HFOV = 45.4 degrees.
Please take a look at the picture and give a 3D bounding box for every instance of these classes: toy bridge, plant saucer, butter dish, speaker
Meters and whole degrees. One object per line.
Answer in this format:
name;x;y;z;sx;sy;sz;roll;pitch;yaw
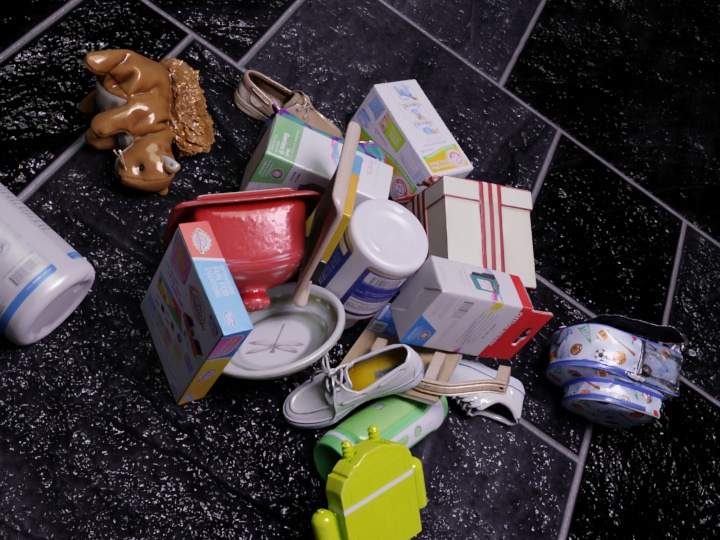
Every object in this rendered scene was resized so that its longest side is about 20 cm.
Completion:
toy bridge;0.100;0.139;1.171;0.199;0.027;0.067;11;33;15
plant saucer;-0.116;0.091;1.161;0.199;0.050;0.200;-7;34;5
butter dish;-0.153;-0.018;1.159;0.199;0.200;0.148;-8;79;-18
speaker;0.031;0.219;1.173;0.200;0.088;0.089;-28;75;-40

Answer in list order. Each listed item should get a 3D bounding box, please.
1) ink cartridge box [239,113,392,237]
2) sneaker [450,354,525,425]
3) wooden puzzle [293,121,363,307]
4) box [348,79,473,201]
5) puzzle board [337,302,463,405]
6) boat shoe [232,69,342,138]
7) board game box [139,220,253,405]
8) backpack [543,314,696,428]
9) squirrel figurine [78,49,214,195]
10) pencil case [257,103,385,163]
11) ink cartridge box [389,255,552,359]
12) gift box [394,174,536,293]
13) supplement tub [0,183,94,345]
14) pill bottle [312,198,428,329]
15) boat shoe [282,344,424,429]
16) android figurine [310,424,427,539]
ink cartridge box;-0.070;-0.127;1.313;0.199;0.145;0.088;21;52;-17
sneaker;0.164;0.178;1.289;0.199;0.073;0.071;19;49;-18
wooden puzzle;-0.039;-0.073;1.161;0.037;0.200;0.185;18;43;-7
box;0.083;-0.213;1.482;0.101;0.113;0.200;-16;67;-38
puzzle board;0.070;0.118;1.248;0.150;0.017;0.200;13;32;18
boat shoe;-0.114;-0.263;1.434;0.200;0.065;0.071;25;50;-13
board game box;-0.210;0.057;1.070;0.040;0.200;0.153;-11;66;-35
backpack;0.390;0.161;1.371;0.190;0.200;0.154;27;63;-7
squirrel figurine;-0.295;-0.209;1.249;0.200;0.142;0.187;-17;75;-34
pencil case;-0.064;-0.193;1.399;0.199;0.085;0.093;18;87;-19
ink cartridge box;0.157;0.057;1.214;0.199;0.116;0.067;12;43;-30
gift box;0.149;-0.044;1.366;0.184;0.200;0.187;10;70;-29
supplement tub;-0.435;-0.019;1.037;0.200;0.132;0.132;42;48;2
pill bottle;0.000;0.000;1.230;0.119;0.200;0.120;15;53;-21
boat shoe;-0.019;0.146;1.128;0.201;0.086;0.075;-20;56;10
android figurine;0.016;0.295;1.077;0.182;0.041;0.201;-24;110;-38
